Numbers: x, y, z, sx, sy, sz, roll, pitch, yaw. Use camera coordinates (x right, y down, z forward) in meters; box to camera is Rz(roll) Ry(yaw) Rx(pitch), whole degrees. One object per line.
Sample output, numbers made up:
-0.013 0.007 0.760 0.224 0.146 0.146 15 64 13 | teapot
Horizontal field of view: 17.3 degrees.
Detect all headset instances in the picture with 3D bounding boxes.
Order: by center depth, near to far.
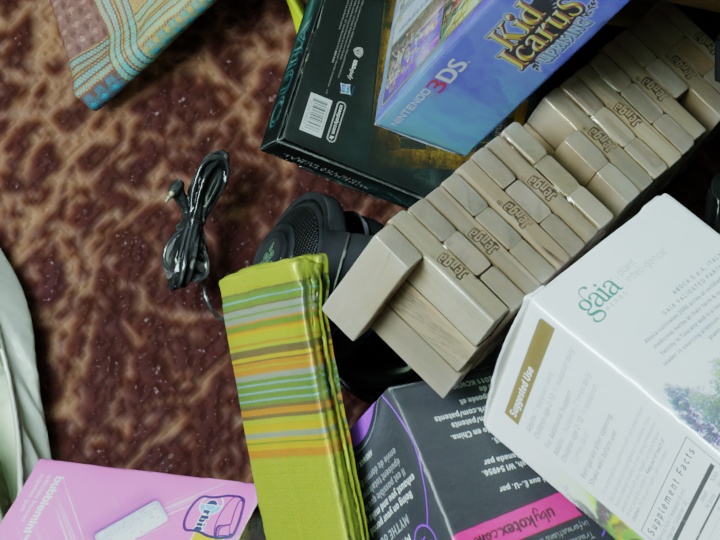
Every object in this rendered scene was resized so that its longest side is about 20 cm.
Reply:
0.000 0.000 0.987 0.200 0.123 0.094 7 75 34 | headset

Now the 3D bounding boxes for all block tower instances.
0.073 -0.029 0.902 0.058 0.054 0.200 44 50 9 | block tower

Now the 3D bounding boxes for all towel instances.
-0.017 0.095 0.911 0.018 0.086 0.200 -10 89 -23 | towel
-0.082 -0.184 1.061 0.200 0.022 0.147 -38 59 34 | towel

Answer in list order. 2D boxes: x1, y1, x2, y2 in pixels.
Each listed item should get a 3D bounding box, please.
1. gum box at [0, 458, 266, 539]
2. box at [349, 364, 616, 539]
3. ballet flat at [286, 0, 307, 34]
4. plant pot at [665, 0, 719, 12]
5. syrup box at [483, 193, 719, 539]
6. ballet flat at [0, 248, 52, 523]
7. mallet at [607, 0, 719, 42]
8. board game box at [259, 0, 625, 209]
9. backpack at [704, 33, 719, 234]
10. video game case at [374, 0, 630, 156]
-0.114 0.174 0.941 0.113 0.066 0.200 4 47 28 | gum box
0.066 0.146 0.902 0.106 0.122 0.200 -10 67 -29 | box
-0.006 -0.121 1.048 0.067 0.067 0.200 -34 68 6 | ballet flat
0.196 -0.169 0.933 0.200 0.186 0.187 20 79 -17 | plant pot
0.146 0.072 0.828 0.200 0.081 0.079 40 54 21 | syrup box
-0.177 0.050 1.051 0.069 0.069 0.200 -23 69 9 | ballet flat
0.082 -0.122 0.991 0.200 0.041 0.066 14 76 -13 | mallet
0.050 -0.120 1.011 0.135 0.028 0.200 22 77 -16 | board game box
0.243 -0.026 0.876 0.200 0.176 0.153 -8 37 -8 | backpack
0.077 -0.165 0.880 0.045 0.200 0.181 20 59 -18 | video game case
